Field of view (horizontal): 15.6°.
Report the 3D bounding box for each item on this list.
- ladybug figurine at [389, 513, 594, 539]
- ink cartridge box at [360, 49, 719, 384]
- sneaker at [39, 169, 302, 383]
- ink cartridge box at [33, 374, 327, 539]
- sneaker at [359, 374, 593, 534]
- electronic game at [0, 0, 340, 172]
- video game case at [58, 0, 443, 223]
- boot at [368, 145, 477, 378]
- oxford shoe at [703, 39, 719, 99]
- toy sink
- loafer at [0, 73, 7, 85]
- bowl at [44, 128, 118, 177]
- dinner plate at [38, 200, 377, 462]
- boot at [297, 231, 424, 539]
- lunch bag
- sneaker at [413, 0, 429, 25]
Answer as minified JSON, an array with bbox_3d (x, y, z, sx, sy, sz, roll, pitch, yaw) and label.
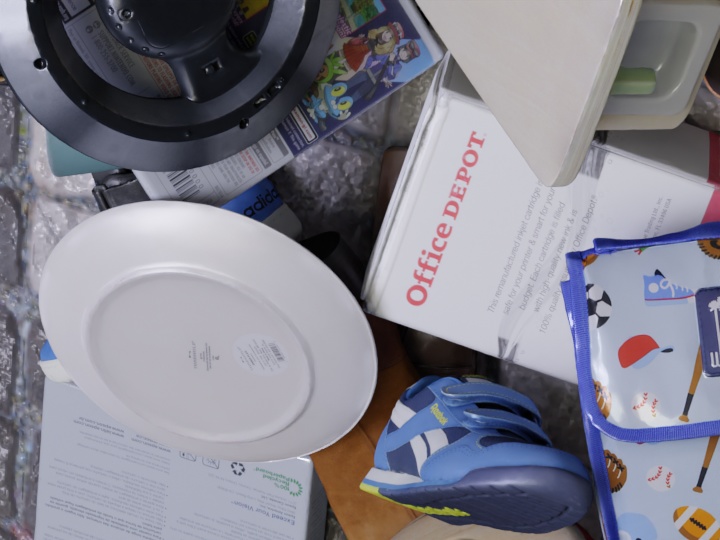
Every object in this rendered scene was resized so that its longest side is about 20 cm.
[{"bbox_3d":[0.075,0.201,1.523,0.200,0.072,0.136,-27,66,40],"label":"ladybug figurine"},{"bbox_3d":[0.116,-0.021,1.465,0.199,0.085,0.146,18,116,-3],"label":"ink cartridge box"},{"bbox_3d":[-0.142,-0.018,1.626,0.200,0.077,0.111,-32,97,27],"label":"sneaker"},{"bbox_3d":[-0.119,0.175,1.707,0.199,0.041,0.201,17,115,20],"label":"ink cartridge box"},{"bbox_3d":[0.065,0.095,1.436,0.074,0.082,0.200,26,168,-24],"label":"sneaker"},{"bbox_3d":[-0.103,-0.152,1.389,0.042,0.199,0.201,-155,52,-65],"label":"electronic game"},{"bbox_3d":[-0.078,-0.151,1.431,0.182,0.023,0.200,-34,108,-6],"label":"video game case"},{"bbox_3d":[0.000,0.000,1.571,0.186,0.064,0.201,16,118,6],"label":"boot"},{"bbox_3d":[0.203,-0.180,1.402,0.071,0.073,0.201,9,112,20],"label":"oxford shoe"},{"bbox_3d":[0.124,-0.151,1.372,0.200,0.112,0.131,59,142,45],"label":"toy sink"},{"bbox_3d":[-0.267,-0.179,1.635,0.200,0.072,0.073,29,119,15],"label":"loafer"},{"bbox_3d":[-0.111,-0.144,1.519,0.105,0.201,0.201,10,114,2],"label":"bowl"},{"bbox_3d":[-0.089,0.043,1.482,0.199,0.024,0.201,9,134,9],"label":"dinner plate"},{"bbox_3d":[-0.038,0.090,1.568,0.188,0.069,0.200,-25,114,15],"label":"boot"},{"bbox_3d":[0.199,0.070,1.387,0.169,0.124,0.201,-7,113,5],"label":"lunch bag"},{"bbox_3d":[0.019,-0.193,1.496,0.090,0.066,0.200,40,116,12],"label":"sneaker"}]
